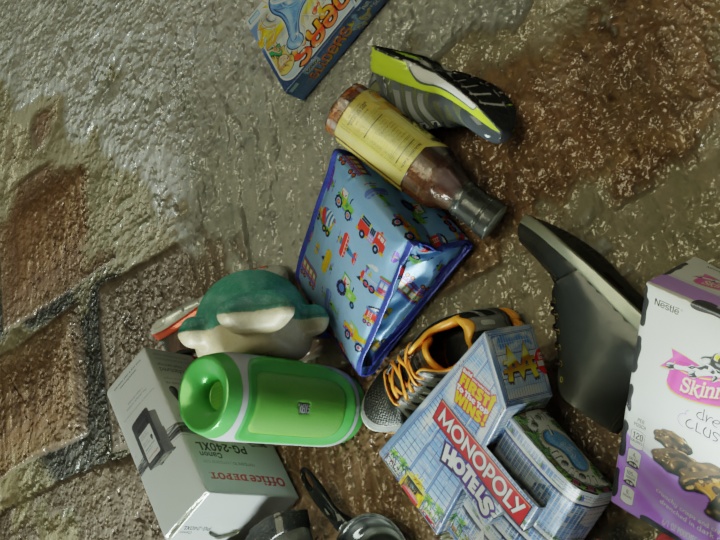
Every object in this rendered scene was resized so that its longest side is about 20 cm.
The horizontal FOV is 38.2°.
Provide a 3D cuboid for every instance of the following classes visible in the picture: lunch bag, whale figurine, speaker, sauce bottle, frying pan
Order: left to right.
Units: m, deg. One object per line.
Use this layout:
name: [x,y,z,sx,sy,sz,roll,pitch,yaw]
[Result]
whale figurine: [-0.112,0.042,1.080,0.200,0.157,0.105,109,154,-75]
speaker: [-0.084,0.132,1.048,0.088,0.199,0.090,-10,74,39]
frying pan: [-0.011,0.292,1.062,0.189,0.031,0.116,22,95,46]
lunch bag: [0.000,0.000,1.088,0.151,0.093,0.201,52,126,33]
sauce bottle: [0.056,-0.106,1.033,0.199,0.066,0.066,39,108,12]

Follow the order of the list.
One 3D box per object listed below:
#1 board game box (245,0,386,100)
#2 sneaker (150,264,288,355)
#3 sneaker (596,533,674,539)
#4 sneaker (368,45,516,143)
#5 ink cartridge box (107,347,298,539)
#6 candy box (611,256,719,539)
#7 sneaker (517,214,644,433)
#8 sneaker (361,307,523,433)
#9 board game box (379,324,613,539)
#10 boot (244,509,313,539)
board game box: [-0.042,-0.320,1.220,0.200,0.034,0.136,-46,54,24]
sneaker: [-0.155,0.058,1.230,0.199,0.077,0.082,-25,96,29]
sneaker: [0.194,0.274,0.872,0.199,0.074,0.088,-23,56,28]
sneaker: [0.079,-0.166,1.068,0.200,0.073,0.082,35,120,42]
ink cartridge box: [-0.175,0.195,1.151,0.083,0.145,0.201,-47,54,20]
candy box: [0.283,0.116,0.763,0.167,0.071,0.202,27,125,42]
sneaker: [0.185,0.042,0.914,0.107,0.074,0.200,-54,53,19]
sneaker: [0.065,0.094,1.009,0.200,0.077,0.079,-41,58,29]
board game box: [0.121,0.159,0.916,0.200,0.061,0.201,50,132,36]
boot: [-0.107,0.351,1.098,0.200,0.069,0.133,-44,55,38]
